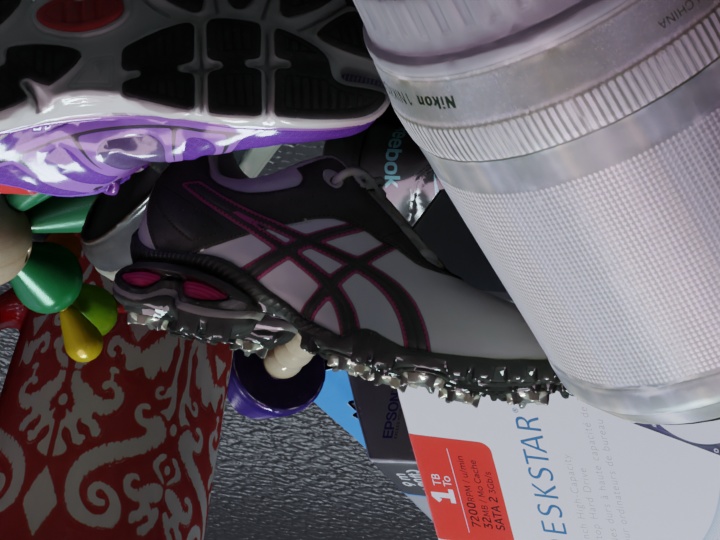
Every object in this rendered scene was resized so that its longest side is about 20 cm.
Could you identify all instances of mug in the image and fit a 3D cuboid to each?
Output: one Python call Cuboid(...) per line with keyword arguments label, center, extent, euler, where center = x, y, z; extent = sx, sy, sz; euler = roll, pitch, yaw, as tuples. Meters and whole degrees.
Cuboid(label="mug", center=(-0.147, 0.074, 1.420), extent=(0.177, 0.201, 0.133), euler=(26, 154, -29))

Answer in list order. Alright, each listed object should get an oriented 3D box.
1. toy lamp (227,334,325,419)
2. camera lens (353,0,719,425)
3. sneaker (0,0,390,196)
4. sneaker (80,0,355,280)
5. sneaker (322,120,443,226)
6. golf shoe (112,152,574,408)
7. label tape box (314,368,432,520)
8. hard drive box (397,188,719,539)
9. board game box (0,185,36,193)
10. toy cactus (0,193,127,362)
Cuboid(label="toy lamp", center=(-0.026, 0.034, 1.456), extent=(0.058, 0.058, 0.200), euler=(18, 156, -15))
Cuboid(label="camera lens", center=(0.104, -0.059, 0.973), extent=(0.160, 0.160, 0.200), euler=(-10, 123, 40))
Cuboid(label="sneaker", center=(-0.085, -0.070, 1.083), extent=(0.199, 0.081, 0.084), euler=(-2, 148, 6))
Cuboid(label="sneaker", center=(-0.083, -0.084, 1.153), extent=(0.106, 0.075, 0.200), euler=(29, 124, -22))
Cuboid(label="sneaker", center=(0.047, -0.005, 1.306), extent=(0.079, 0.076, 0.200), euler=(-1, 154, 22))
Cuboid(label="golf shoe", center=(0.000, 0.000, 1.079), extent=(0.199, 0.088, 0.077), euler=(14, 174, 19))
Cuboid(label="label tape box", center=(0.068, 0.110, 1.576), extent=(0.199, 0.066, 0.143), euler=(-2, 154, 25))
Cuboid(label="hard drive box", center=(0.122, 0.054, 1.139), extent=(0.199, 0.077, 0.156), euler=(4, 127, 30))
Cuboid(label="board game box", center=(-0.257, -0.102, 1.186), extent=(0.195, 0.056, 0.200), euler=(4, 158, 43))
Cuboid(label="toy cactus", center=(-0.140, -0.018, 1.286), extent=(0.165, 0.102, 0.200), euler=(-21, 159, -25))
